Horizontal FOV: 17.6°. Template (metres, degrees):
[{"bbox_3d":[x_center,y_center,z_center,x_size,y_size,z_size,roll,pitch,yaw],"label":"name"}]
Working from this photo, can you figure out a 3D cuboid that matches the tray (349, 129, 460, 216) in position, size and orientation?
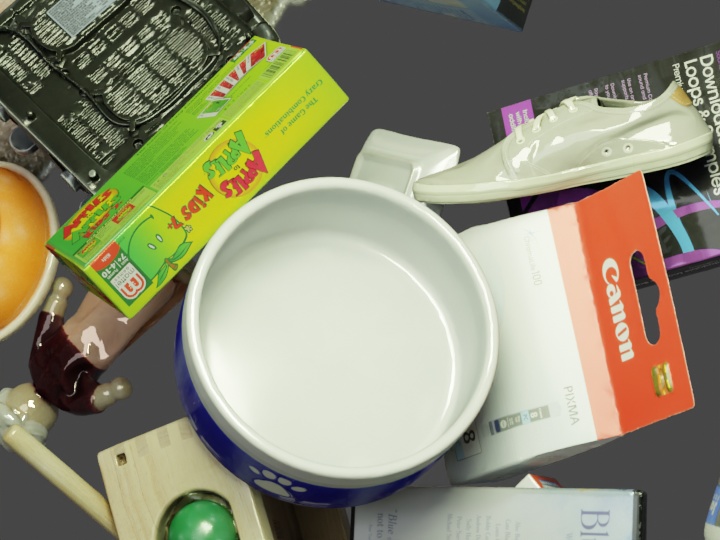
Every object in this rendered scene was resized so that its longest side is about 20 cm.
[{"bbox_3d":[0.000,0.000,1.597,0.107,0.022,0.200,17,87,55],"label":"tray"}]

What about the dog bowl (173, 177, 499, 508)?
[{"bbox_3d":[-0.017,0.047,1.475,0.200,0.079,0.200,5,68,-11],"label":"dog bowl"}]

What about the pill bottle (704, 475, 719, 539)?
[{"bbox_3d":[0.279,0.136,1.438,0.114,0.114,0.200,16,87,24],"label":"pill bottle"}]

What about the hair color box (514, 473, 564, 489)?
[{"bbox_3d":[0.142,0.242,1.504,0.111,0.064,0.200,-44,69,11],"label":"hair color box"}]

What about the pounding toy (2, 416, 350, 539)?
[{"bbox_3d":[-0.109,0.175,1.542,0.142,0.200,0.184,-23,73,18],"label":"pounding toy"}]

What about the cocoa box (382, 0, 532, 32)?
[{"bbox_3d":[0.039,-0.255,1.554,0.133,0.200,0.131,16,88,25],"label":"cocoa box"}]

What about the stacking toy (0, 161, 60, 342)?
[{"bbox_3d":[-0.324,-0.033,1.659,0.146,0.200,0.146,-10,69,29],"label":"stacking toy"}]

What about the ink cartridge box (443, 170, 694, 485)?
[{"bbox_3d":[0.118,0.040,1.507,0.200,0.047,0.160,-27,69,49],"label":"ink cartridge box"}]

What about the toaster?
[{"bbox_3d":[-0.156,-0.140,1.635,0.200,0.119,0.181,-44,66,-10],"label":"toaster"}]

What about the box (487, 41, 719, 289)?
[{"bbox_3d":[0.194,-0.065,1.549,0.200,0.036,0.143,-16,75,18],"label":"box"}]

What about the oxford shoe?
[{"bbox_3d":[0.129,-0.082,1.517,0.200,0.075,0.058,-13,98,14],"label":"oxford shoe"}]

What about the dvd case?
[{"bbox_3d":[0.085,0.211,1.489,0.200,0.018,0.143,-1,80,23],"label":"dvd case"}]

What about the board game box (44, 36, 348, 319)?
[{"bbox_3d":[-0.108,-0.063,1.507,0.200,0.048,0.102,-45,22,-9],"label":"board game box"}]

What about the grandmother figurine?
[{"bbox_3d":[-0.198,0.058,1.680,0.200,0.061,0.121,-47,40,12],"label":"grandmother figurine"}]
